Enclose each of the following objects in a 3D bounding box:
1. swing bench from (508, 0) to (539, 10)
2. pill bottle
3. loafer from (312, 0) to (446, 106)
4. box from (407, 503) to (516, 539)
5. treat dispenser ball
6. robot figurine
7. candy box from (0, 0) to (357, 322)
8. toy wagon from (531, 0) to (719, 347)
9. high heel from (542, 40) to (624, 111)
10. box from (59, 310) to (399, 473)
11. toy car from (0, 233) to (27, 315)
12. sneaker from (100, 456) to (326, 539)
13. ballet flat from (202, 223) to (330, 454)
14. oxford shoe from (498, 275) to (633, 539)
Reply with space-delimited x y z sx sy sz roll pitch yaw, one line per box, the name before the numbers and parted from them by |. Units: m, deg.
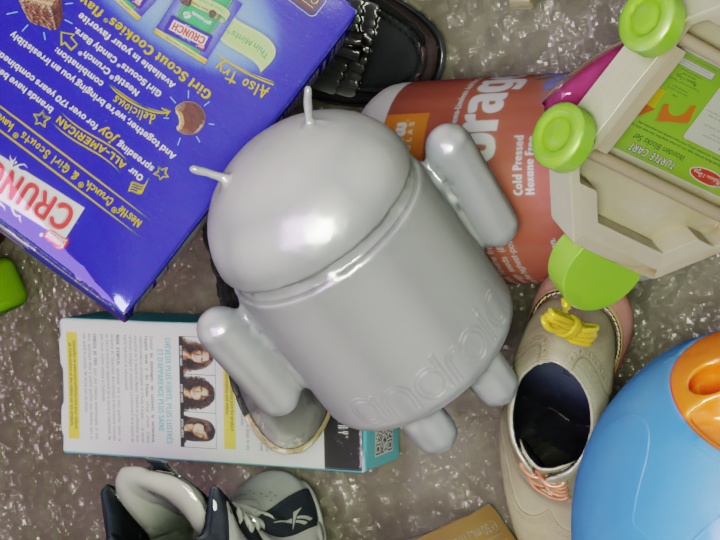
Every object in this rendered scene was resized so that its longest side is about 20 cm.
swing bench | 0.132 -0.196 1.331 0.199 0.200 0.130 0 96 26
pill bottle | 0.064 -0.047 1.429 0.200 0.112 0.112 -2 95 26
loafer | -0.051 -0.139 1.502 0.200 0.063 0.072 21 102 22
box | 0.061 0.247 1.442 0.106 0.152 0.200 -41 79 24
treat dispenser ball | 0.205 0.126 1.331 0.201 0.201 0.201 3 97 25
robot figurine | 0.000 0.000 1.338 0.170 0.113 0.200 -41 118 -5
candy box | -0.128 -0.100 1.386 0.169 0.077 0.200 38 82 2
toy wagon | 0.148 -0.052 1.282 0.200 0.155 0.040 -53 44 16
high heel | 0.172 -0.070 1.327 0.067 0.200 0.096 -42 71 42
box | -0.077 0.068 1.546 0.200 0.049 0.082 2 96 26
toy car | -0.197 -0.072 1.548 0.200 0.158 0.164 -24 89 10
sneaker | -0.082 0.139 1.460 0.079 0.199 0.130 2 122 28
ballet flat | -0.050 0.015 1.492 0.066 0.057 0.200 -6 60 -10
oxford shoe | 0.099 0.093 1.415 0.071 0.074 0.200 13 132 17
